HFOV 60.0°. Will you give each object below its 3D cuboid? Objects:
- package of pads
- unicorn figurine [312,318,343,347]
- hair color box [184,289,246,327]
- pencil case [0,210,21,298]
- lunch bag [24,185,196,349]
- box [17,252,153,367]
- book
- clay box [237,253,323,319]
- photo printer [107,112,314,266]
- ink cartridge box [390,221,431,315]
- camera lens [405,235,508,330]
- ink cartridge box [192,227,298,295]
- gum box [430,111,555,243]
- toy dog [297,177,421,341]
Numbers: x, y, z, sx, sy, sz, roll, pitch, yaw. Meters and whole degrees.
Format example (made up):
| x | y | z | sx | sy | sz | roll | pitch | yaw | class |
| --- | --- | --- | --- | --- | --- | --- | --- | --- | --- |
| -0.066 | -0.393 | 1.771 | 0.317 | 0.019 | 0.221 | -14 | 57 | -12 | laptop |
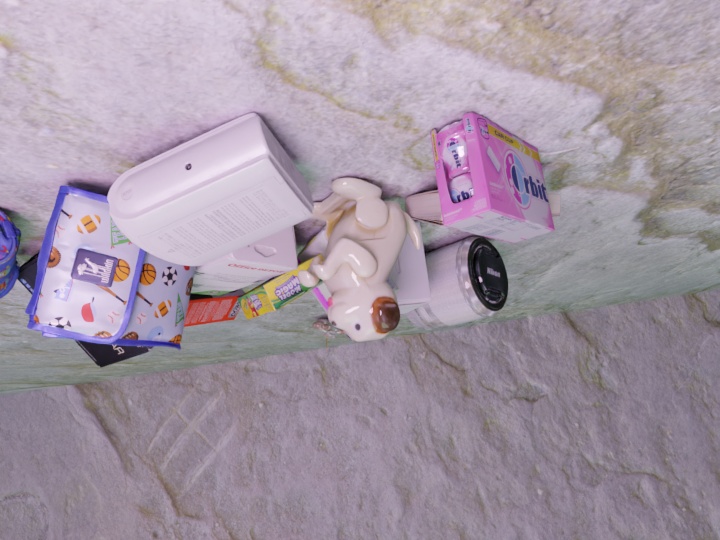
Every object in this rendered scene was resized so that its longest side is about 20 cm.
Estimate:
| x | y | z | sx | sy | sz | roll | pitch | yaw | class |
| --- | --- | --- | --- | --- | --- | --- | --- | --- | --- |
| -0.031 | 0.004 | 1.057 | 0.068 | 0.156 | 0.199 | -35 | -179 | -26 | package of pads |
| -0.094 | 0.187 | 2.038 | 0.134 | 0.076 | 0.200 | -3 | 156 | 25 | unicorn figurine |
| -0.297 | 0.040 | 1.065 | 0.062 | 0.101 | 0.199 | -56 | 158 | 17 | hair color box |
| -0.489 | -0.018 | 0.816 | 0.085 | 0.080 | 0.199 | -24 | 177 | -32 | pencil case |
| -0.302 | 0.003 | 0.777 | 0.121 | 0.175 | 0.199 | 9 | 174 | 31 | lunch bag |
| -0.410 | 0.049 | 0.946 | 0.157 | 0.202 | 0.044 | -16 | -152 | 37 | box |
| 0.180 | -0.099 | 0.938 | 0.194 | 0.050 | 0.133 | -4 | -172 | -18 | book |
| -0.126 | 0.028 | 1.037 | 0.113 | 0.049 | 0.199 | -31 | -176 | -27 | clay box |
| -0.166 | -0.077 | 0.697 | 0.195 | 0.071 | 0.166 | -23 | 159 | 8 | photo printer |
| 0.044 | 0.011 | 1.143 | 0.082 | 0.149 | 0.200 | -3 | 167 | -22 | ink cartridge box |
| 0.195 | 0.029 | 1.293 | 0.197 | 0.165 | 0.157 | -19 | 164 | 42 | camera lens |
| -0.212 | -0.025 | 0.955 | 0.196 | 0.087 | 0.144 | -17 | 165 | 35 | ink cartridge box |
| 0.164 | -0.108 | 0.774 | 0.065 | 0.117 | 0.197 | -17 | 165 | 36 | gum box |
| 0.000 | 0.000 | 0.898 | 0.190 | 0.207 | 0.138 | 12 | 160 | -37 | toy dog |
